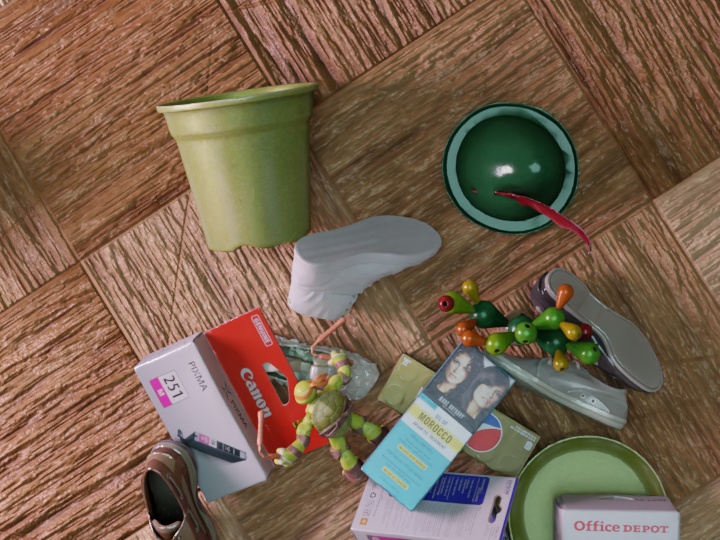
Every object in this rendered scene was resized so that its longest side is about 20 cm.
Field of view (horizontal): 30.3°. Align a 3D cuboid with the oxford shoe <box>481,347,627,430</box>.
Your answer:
[{"bbox_3d":[0.243,0.134,1.646,0.199,0.075,0.058,24,86,1],"label":"oxford shoe"}]

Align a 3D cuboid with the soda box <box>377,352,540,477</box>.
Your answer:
[{"bbox_3d":[0.121,0.181,1.657,0.199,0.064,0.068,31,91,5],"label":"soda box"}]

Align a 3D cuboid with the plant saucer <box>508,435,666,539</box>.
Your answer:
[{"bbox_3d":[0.283,0.305,1.661,0.198,0.031,0.202,0,90,3],"label":"plant saucer"}]

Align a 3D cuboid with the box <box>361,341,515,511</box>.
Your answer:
[{"bbox_3d":[0.093,0.186,1.597,0.082,0.049,0.200,38,85,5],"label":"box"}]

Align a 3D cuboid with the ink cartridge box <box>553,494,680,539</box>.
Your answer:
[{"bbox_3d":[0.307,0.377,1.602,0.144,0.083,0.202,0,90,4],"label":"ink cartridge box"}]

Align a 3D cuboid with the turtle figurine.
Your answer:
[{"bbox_3d":[-0.028,0.172,1.618,0.161,0.064,0.201,46,62,-32],"label":"turtle figurine"}]

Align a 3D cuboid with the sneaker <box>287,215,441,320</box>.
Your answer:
[{"bbox_3d":[0.000,0.000,1.670,0.198,0.116,0.074,-9,49,-23],"label":"sneaker"}]

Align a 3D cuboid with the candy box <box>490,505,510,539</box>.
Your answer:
[{"bbox_3d":[0.125,0.405,1.651,0.167,0.072,0.201,-23,87,3],"label":"candy box"}]

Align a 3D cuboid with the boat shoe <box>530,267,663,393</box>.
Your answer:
[{"bbox_3d":[0.293,0.079,1.657,0.200,0.057,0.067,45,57,0],"label":"boat shoe"}]

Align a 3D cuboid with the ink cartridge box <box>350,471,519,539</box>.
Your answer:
[{"bbox_3d":[0.092,0.290,1.614,0.198,0.037,0.095,-1,47,29],"label":"ink cartridge box"}]

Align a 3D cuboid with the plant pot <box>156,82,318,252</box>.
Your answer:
[{"bbox_3d":[-0.136,-0.125,1.631,0.198,0.200,0.186,-8,101,4],"label":"plant pot"}]

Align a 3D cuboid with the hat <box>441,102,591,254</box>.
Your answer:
[{"bbox_3d":[0.195,-0.126,1.597,0.198,0.176,0.167,17,91,4],"label":"hat"}]

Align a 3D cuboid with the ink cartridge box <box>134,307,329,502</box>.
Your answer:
[{"bbox_3d":[-0.158,0.169,1.649,0.173,0.044,0.201,-24,101,20],"label":"ink cartridge box"}]

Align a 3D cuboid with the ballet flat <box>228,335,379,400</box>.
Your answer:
[{"bbox_3d":[-0.077,0.124,1.673,0.198,0.072,0.072,12,90,3],"label":"ballet flat"}]

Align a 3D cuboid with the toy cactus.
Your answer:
[{"bbox_3d":[0.190,0.060,1.602,0.198,0.165,0.103,9,89,3],"label":"toy cactus"}]

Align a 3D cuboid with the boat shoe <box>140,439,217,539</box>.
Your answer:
[{"bbox_3d":[-0.233,0.313,1.657,0.075,0.072,0.202,-7,108,23],"label":"boat shoe"}]
